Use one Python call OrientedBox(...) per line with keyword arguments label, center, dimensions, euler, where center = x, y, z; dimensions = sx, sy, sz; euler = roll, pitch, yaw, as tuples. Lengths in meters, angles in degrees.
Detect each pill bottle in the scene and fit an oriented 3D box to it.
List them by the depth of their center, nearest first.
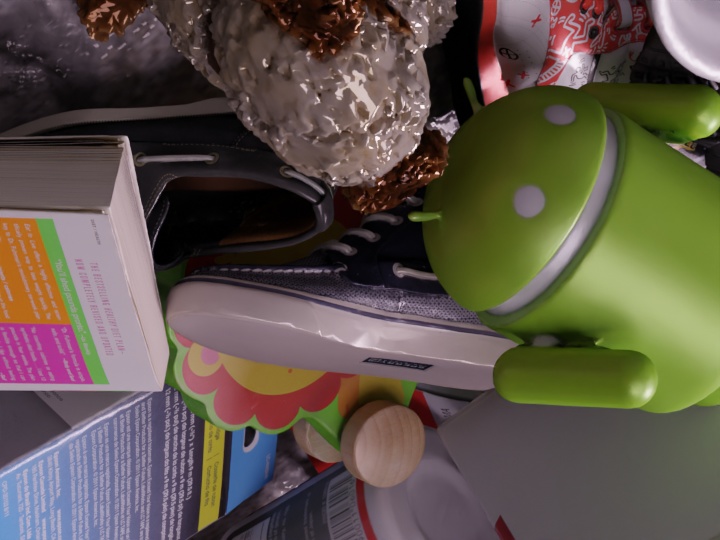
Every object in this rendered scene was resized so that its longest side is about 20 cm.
OrientedBox(label="pill bottle", center=(-0.017, 0.182, 1.029), dimensions=(0.114, 0.114, 0.200), euler=(18, 140, -41))

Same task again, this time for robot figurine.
OrientedBox(label="robot figurine", center=(0.115, -0.009, 0.813), dimensions=(0.200, 0.176, 0.116), euler=(30, 152, -19))

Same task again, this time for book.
OrientedBox(label="book", center=(-0.194, 0.004, 0.774), dimensions=(0.200, 0.048, 0.134), euler=(1, 137, 5))

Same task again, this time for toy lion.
OrientedBox(label="toy lion", center=(-0.013, 0.006, 0.910), dimensions=(0.200, 0.069, 0.192), euler=(-52, 126, -13))

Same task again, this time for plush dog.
OrientedBox(label="plush dog", center=(-0.031, -0.111, 0.731), dimensions=(0.160, 0.172, 0.200), euler=(-32, 140, -1))

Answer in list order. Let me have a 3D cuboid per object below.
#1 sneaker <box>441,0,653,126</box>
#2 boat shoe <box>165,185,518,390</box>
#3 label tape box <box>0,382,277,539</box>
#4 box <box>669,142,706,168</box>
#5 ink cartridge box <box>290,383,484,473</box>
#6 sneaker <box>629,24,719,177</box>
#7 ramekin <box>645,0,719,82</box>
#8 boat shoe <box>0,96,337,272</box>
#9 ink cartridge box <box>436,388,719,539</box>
OrientedBox(label="sneaker", center=(0.095, -0.138, 0.867), dimensions=(0.108, 0.067, 0.202), euler=(-27, 141, -10))
OrientedBox(label="boat shoe", center=(0.000, 0.000, 0.856), dimensions=(0.200, 0.093, 0.075), euler=(11, 161, -28))
OrientedBox(label="label tape box", center=(-0.135, 0.098, 0.938), dimensions=(0.200, 0.066, 0.143), euler=(-31, 144, -36))
OrientedBox(label="box", center=(0.180, -0.022, 1.041), dimensions=(0.200, 0.050, 0.199), euler=(15, 120, -39))
OrientedBox(label="ink cartridge box", center=(0.073, 0.108, 1.057), dimensions=(0.200, 0.050, 0.161), euler=(-22, 146, 1))
OrientedBox(label="sneaker", center=(0.200, -0.101, 0.903), dimensions=(0.200, 0.076, 0.091), euler=(31, 76, -58))
OrientedBox(label="ramekin", center=(0.195, -0.186, 0.752), dimensions=(0.200, 0.098, 0.201), euler=(-17, 144, -13))
OrientedBox(label="boat shoe", center=(-0.108, -0.033, 0.805), dimensions=(0.200, 0.068, 0.072), euler=(-8, 142, 8))
OrientedBox(label="ink cartridge box", center=(0.164, 0.134, 0.960), dimensions=(0.145, 0.145, 0.200), euler=(-36, 145, 6))
